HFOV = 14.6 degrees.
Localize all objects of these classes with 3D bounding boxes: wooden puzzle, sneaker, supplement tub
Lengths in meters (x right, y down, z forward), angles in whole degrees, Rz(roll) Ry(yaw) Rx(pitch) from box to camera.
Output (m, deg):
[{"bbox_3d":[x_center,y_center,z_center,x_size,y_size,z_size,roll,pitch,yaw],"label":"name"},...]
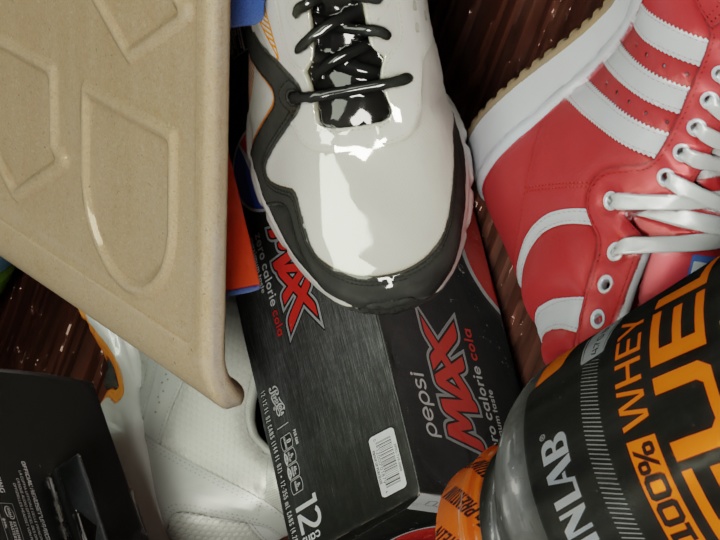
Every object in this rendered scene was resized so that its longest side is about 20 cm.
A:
[{"bbox_3d":[-0.083,-0.074,0.938,0.185,0.046,0.201,30,128,52],"label":"wooden puzzle"},{"bbox_3d":[0.108,-0.039,0.856,0.200,0.071,0.113,-47,50,48],"label":"sneaker"},{"bbox_3d":[0.124,0.053,0.791,0.200,0.122,0.123,-35,60,30],"label":"supplement tub"},{"bbox_3d":[-0.011,-0.084,0.903,0.073,0.080,0.201,-12,76,2],"label":"sneaker"},{"bbox_3d":[-0.053,0.016,1.027,0.092,0.076,0.201,-18,64,17],"label":"sneaker"}]

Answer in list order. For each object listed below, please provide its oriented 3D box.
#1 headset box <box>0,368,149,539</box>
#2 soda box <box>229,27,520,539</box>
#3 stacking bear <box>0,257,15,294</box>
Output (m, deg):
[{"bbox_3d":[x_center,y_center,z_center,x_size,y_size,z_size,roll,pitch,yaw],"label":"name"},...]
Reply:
[{"bbox_3d":[-0.141,0.137,0.941,0.200,0.077,0.149,-42,56,32],"label":"headset box"},{"bbox_3d":[0.000,0.000,0.964,0.063,0.071,0.201,-32,61,37],"label":"soda box"},{"bbox_3d":[-0.193,-0.001,1.128,0.121,0.114,0.201,32,117,18],"label":"stacking bear"}]
